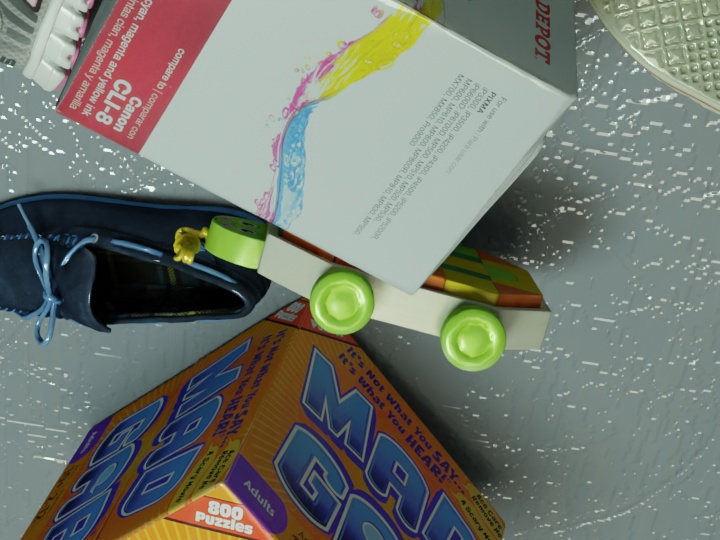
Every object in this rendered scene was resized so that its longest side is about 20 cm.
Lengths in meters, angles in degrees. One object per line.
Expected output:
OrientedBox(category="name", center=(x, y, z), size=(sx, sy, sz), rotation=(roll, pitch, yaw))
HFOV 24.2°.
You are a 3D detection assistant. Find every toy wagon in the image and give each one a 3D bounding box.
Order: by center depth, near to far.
OrientedBox(category="toy wagon", center=(0.000, 0.000, 0.897), size=(0.200, 0.155, 0.040), rotation=(16, 101, -5))

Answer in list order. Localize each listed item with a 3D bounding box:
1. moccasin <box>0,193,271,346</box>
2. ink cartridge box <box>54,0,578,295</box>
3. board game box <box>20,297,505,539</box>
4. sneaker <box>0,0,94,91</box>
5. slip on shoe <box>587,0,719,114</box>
OrientedBox(category="moccasin", center=(-0.150, -0.002, 0.962), size=(0.200, 0.068, 0.081), rotation=(-5, 127, 11))
OrientedBox(category="ink cartridge box", center=(-0.015, -0.115, 0.809), size=(0.200, 0.145, 0.145), rotation=(28, 125, -14))
OrientedBox(category="board game box", center=(-0.063, 0.178, 0.989), size=(0.200, 0.200, 0.200), rotation=(-32, 107, 27))
OrientedBox(category="sneaker", center=(-0.165, -0.177, 0.822), size=(0.087, 0.074, 0.200), rotation=(13, 133, -12))
OrientedBox(category="slip on shoe", center=(0.185, -0.116, 0.841), size=(0.200, 0.061, 0.074), rotation=(36, 102, -6))
